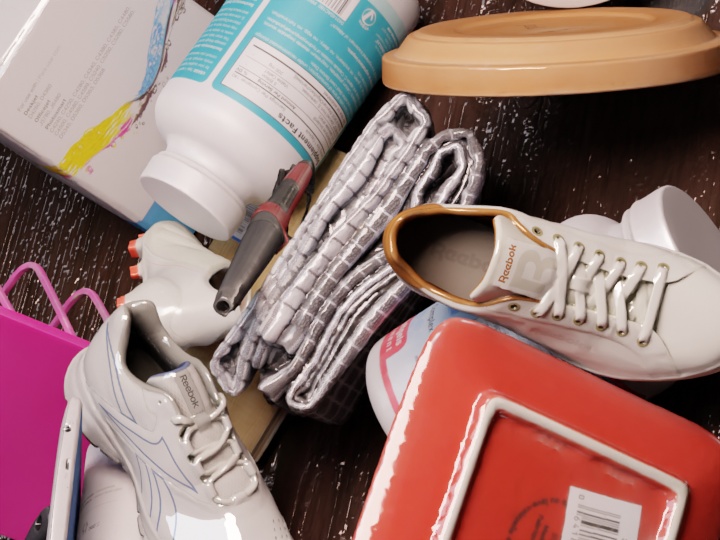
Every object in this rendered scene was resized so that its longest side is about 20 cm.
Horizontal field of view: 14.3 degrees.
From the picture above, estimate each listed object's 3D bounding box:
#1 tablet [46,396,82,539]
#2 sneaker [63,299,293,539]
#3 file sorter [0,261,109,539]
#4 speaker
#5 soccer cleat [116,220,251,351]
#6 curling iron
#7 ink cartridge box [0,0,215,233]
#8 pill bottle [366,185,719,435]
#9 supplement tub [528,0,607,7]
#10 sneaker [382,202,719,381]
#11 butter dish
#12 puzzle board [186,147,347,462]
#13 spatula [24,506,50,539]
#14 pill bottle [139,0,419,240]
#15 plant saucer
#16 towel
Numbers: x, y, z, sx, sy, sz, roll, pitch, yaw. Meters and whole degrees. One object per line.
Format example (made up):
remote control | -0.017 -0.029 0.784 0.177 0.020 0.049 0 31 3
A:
tablet | -0.175 0.173 1.683 0.014 0.200 0.130 6 61 -3
sneaker | -0.101 0.104 1.642 0.200 0.074 0.087 50 143 20
file sorter | -0.226 0.071 1.810 0.139 0.200 0.125 -54 38 15
speaker | -0.131 0.189 1.674 0.081 0.081 0.200 -27 42 30
soccer cleat | -0.106 0.014 1.797 0.077 0.069 0.200 -9 14 2
curling iron | -0.053 -0.016 1.659 0.200 0.026 0.050 -67 -12 -67
ink cartridge box | -0.185 -0.137 1.918 0.147 0.200 0.146 29 86 49
pill bottle | 0.109 0.038 1.586 0.200 0.109 0.109 -33 45 24
supplement tub | 0.115 -0.266 1.736 0.145 0.145 0.200 -37 36 21
sneaker | 0.104 0.012 1.481 0.200 0.085 0.073 13 89 12
butter dish | 0.070 0.153 1.519 0.148 0.199 0.200 -21 47 64
puzzle board | -0.055 0.013 1.835 0.151 0.017 0.200 28 85 51
spatula | -0.214 0.209 1.792 0.200 0.021 0.057 112 157 -47
pill bottle | -0.057 -0.118 1.830 0.111 0.111 0.200 18 68 49
plant saucer | 0.111 -0.127 1.638 0.200 0.200 0.032 7 104 46
towel | 0.000 0.000 1.682 0.200 0.086 0.166 -56 -2 0
